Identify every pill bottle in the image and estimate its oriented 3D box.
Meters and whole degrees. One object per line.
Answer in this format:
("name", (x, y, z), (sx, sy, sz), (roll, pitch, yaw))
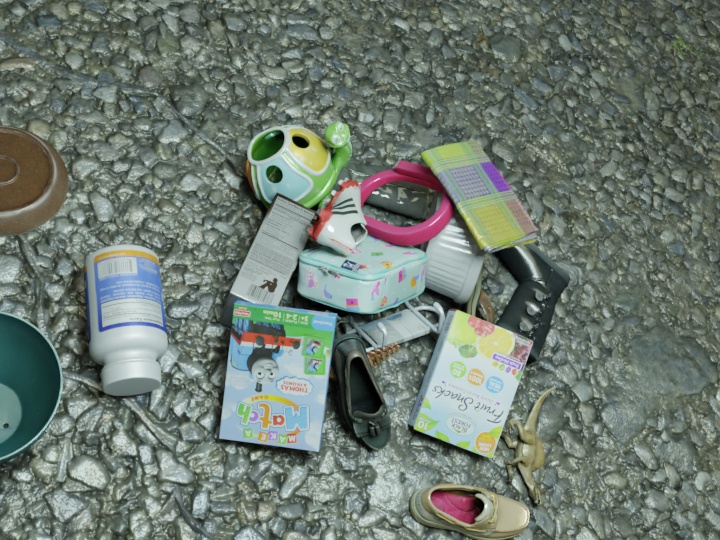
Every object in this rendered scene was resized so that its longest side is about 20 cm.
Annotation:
("pill bottle", (-0.340, 0.074, 1.193), (0.111, 0.112, 0.202), (-3, 66, -22))

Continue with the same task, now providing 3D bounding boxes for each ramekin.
("ramekin", (0.158, -0.052, 1.402), (0.093, 0.203, 0.204), (14, 59, 0))

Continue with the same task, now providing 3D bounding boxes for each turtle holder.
("turtle holder", (-0.105, -0.171, 1.355), (0.184, 0.132, 0.142), (4, 64, 32))

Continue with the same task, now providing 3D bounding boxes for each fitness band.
("fitness band", (0.067, -0.112, 1.345), (0.199, 0.038, 0.144), (22, 64, 41))

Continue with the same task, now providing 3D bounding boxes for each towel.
("towel", (0.191, -0.118, 1.304), (0.143, 0.023, 0.201), (-17, 69, -41))

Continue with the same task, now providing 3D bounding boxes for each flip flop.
("flip flop", (0.205, 0.072, 1.419), (0.057, 0.081, 0.201), (14, 54, 1))

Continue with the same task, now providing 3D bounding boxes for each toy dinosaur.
("toy dinosaur", (0.271, 0.283, 1.360), (0.101, 0.058, 0.202), (21, 66, -27))
("toy dinosaur", (-0.046, 0.124, 1.273), (0.198, 0.102, 0.137), (-7, 98, -18))

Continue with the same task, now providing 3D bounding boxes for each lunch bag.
("lunch bag", (0.000, 0.000, 1.290), (0.159, 0.078, 0.199), (20, 22, 31))

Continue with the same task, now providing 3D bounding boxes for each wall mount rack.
("wall mount rack", (0.042, 0.059, 1.373), (0.199, 0.075, 0.174), (-17, 38, -28))

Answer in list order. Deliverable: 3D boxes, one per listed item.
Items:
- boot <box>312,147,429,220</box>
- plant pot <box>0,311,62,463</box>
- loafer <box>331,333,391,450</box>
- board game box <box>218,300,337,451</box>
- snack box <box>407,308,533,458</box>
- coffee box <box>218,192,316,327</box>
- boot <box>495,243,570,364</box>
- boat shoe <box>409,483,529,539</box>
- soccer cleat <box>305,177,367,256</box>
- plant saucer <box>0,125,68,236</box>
("boot", (0.023, -0.127, 1.467), (0.199, 0.073, 0.183), (23, 60, -16))
("plant pot", (-0.495, 0.170, 1.072), (0.198, 0.135, 0.202), (8, 62, -16))
("loafer", (0.003, 0.194, 1.230), (0.071, 0.063, 0.201), (-21, 113, -9))
("board game box", (-0.120, 0.154, 1.198), (0.150, 0.037, 0.202), (7, 97, 1))
("snack box", (0.178, 0.181, 1.322), (0.141, 0.053, 0.202), (22, 86, -7))
("coffee box", (-0.147, -0.007, 1.307), (0.079, 0.113, 0.201), (25, 57, -6))
("boot", (0.277, 0.048, 1.472), (0.164, 0.066, 0.201), (33, 62, 0))
("boat shoe", (0.178, 0.371, 1.260), (0.198, 0.069, 0.074), (10, 61, -15))
("soccer cleat", (-0.023, -0.083, 1.291), (0.085, 0.069, 0.200), (35, 26, -3))
("plant saucer", (-0.558, -0.149, 1.273), (0.198, 0.035, 0.202), (8, 63, -16))
